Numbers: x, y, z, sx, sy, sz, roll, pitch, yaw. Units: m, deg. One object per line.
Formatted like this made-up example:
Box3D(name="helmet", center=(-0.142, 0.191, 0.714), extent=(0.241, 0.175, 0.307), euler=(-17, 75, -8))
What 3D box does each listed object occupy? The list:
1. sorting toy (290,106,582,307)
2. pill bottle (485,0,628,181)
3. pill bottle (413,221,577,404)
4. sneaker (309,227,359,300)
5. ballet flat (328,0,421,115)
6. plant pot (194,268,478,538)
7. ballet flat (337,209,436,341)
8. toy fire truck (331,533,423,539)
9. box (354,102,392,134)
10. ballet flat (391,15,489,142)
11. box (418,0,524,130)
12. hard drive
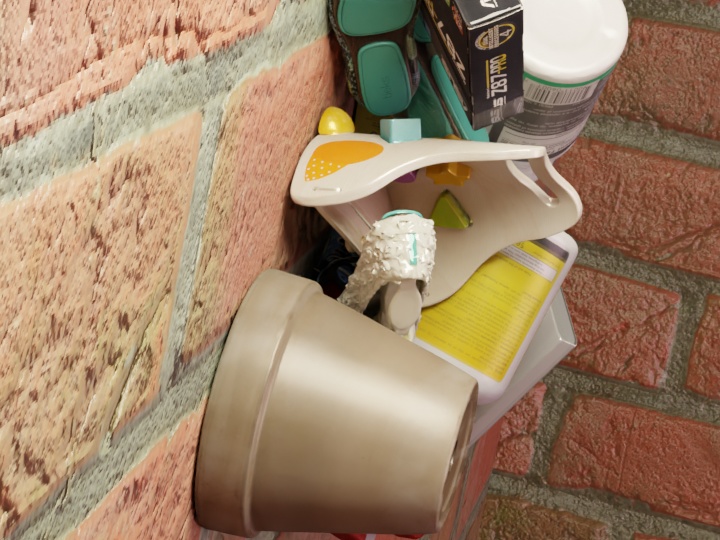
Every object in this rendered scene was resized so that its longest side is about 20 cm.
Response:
Box3D(name="sorting toy", center=(0.070, -0.060, 1.590), extent=(0.200, 0.179, 0.107), euler=(48, 44, -56))
Box3D(name="pill bottle", center=(0.140, -0.156, 1.695), extent=(0.200, 0.113, 0.114), euler=(113, -3, -62))
Box3D(name="pill bottle", center=(0.089, 0.040, 1.718), extent=(0.201, 0.112, 0.112), euler=(-61, 170, -1))
Box3D(name="sneaker", center=(0.000, 0.000, 1.710), extent=(0.090, 0.078, 0.201), euler=(35, 68, -76))
Box3D(name="ballet flat", center=(0.009, -0.197, 1.557), extent=(0.200, 0.074, 0.074), euler=(91, 16, -59))
Box3D(name="plant pot", center=(-0.010, 0.116, 1.523), extent=(0.200, 0.173, 0.201), euler=(15, 90, -81))
Box3D(name="ballet flat", center=(0.019, 0.029, 1.587), extent=(0.200, 0.071, 0.072), euler=(102, 6, -60))
Box3D(name="toy fire truck", center=(0.001, 0.148, 1.879), extent=(0.168, 0.112, 0.201), euler=(44, 57, -58))
Box3D(name="box", center=(0.053, -0.155, 1.801), extent=(0.200, 0.075, 0.050), euler=(-57, 159, -66))
Box3D(name="ballet flat", center=(0.039, -0.172, 1.668), extent=(0.067, 0.070, 0.201), euler=(-13, 83, -60))
Box3D(name="box", center=(0.064, -0.226, 1.521), extent=(0.161, 0.049, 0.201), euler=(76, -9, -68))
Box3D(name="hard drive", center=(0.120, 0.081, 1.957), extent=(0.200, 0.026, 0.132), euler=(-47, -144, 31))
